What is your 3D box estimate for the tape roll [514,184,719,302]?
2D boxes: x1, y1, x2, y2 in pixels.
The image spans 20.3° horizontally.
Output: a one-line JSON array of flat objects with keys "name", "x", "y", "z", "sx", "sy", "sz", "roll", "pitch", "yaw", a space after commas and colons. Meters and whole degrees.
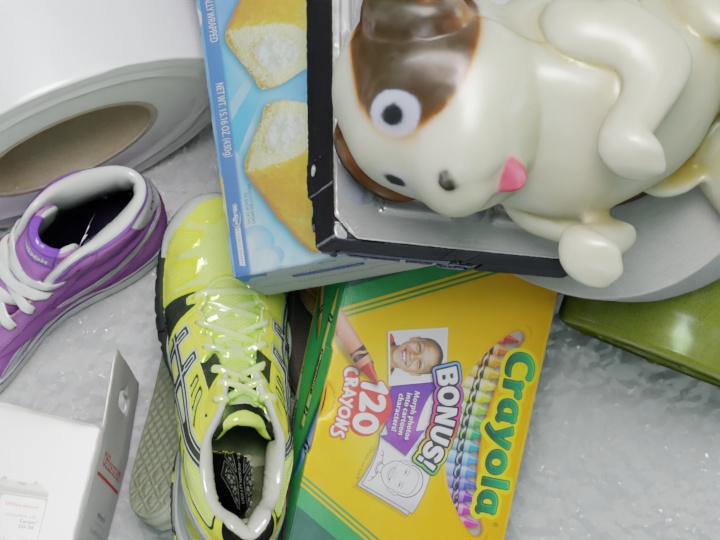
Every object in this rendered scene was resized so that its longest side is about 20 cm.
[{"name": "tape roll", "x": 0.132, "y": -0.084, "z": 1.017, "sx": 0.202, "sy": 0.037, "sz": 0.204, "roll": -3, "pitch": 85, "yaw": 35}]

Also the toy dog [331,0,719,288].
[{"name": "toy dog", "x": 0.085, "y": -0.088, "z": 0.883, "sx": 0.199, "sy": 0.140, "sz": 0.194, "roll": -15, "pitch": 62, "yaw": -25}]

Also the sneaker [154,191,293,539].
[{"name": "sneaker", "x": -0.062, "y": 0.056, "z": 1.044, "sx": 0.075, "sy": 0.076, "sz": 0.201, "roll": -4, "pitch": 80, "yaw": -19}]

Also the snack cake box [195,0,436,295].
[{"name": "snack cake box", "x": -0.015, "y": -0.097, "z": 1.023, "sx": 0.115, "sy": 0.067, "sz": 0.201, "roll": -11, "pitch": 78, "yaw": 12}]

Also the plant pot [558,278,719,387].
[{"name": "plant pot", "x": 0.200, "y": -0.037, "z": 1.089, "sx": 0.200, "sy": 0.200, "sz": 0.194, "roll": 21, "pitch": 88, "yaw": 4}]

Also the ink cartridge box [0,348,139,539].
[{"name": "ink cartridge box", "x": -0.174, "y": 0.140, "z": 1.070, "sx": 0.067, "sy": 0.117, "sz": 0.201, "roll": 13, "pitch": 77, "yaw": 2}]

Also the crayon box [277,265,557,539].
[{"name": "crayon box", "x": 0.027, "y": 0.078, "z": 1.083, "sx": 0.118, "sy": 0.058, "sz": 0.201, "roll": 12, "pitch": 89, "yaw": -15}]

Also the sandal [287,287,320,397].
[{"name": "sandal", "x": 0.000, "y": 0.000, "z": 1.134, "sx": 0.081, "sy": 0.055, "sz": 0.201, "roll": 5, "pitch": 77, "yaw": 0}]

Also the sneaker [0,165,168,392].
[{"name": "sneaker", "x": -0.196, "y": 0.008, "z": 1.100, "sx": 0.200, "sy": 0.114, "sz": 0.073, "roll": -40, "pitch": 83, "yaw": -8}]

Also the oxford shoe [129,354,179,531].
[{"name": "oxford shoe", "x": -0.073, "y": 0.055, "z": 1.124, "sx": 0.058, "sy": 0.075, "sz": 0.201, "roll": 30, "pitch": 66, "yaw": -35}]

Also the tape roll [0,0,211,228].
[{"name": "tape roll", "x": -0.171, "y": -0.093, "z": 1.079, "sx": 0.202, "sy": 0.202, "sz": 0.071, "roll": -25, "pitch": 80, "yaw": -6}]

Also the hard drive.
[{"name": "hard drive", "x": 0.043, "y": -0.101, "z": 0.964, "sx": 0.139, "sy": 0.038, "sz": 0.201, "roll": 6, "pitch": 75, "yaw": -23}]
